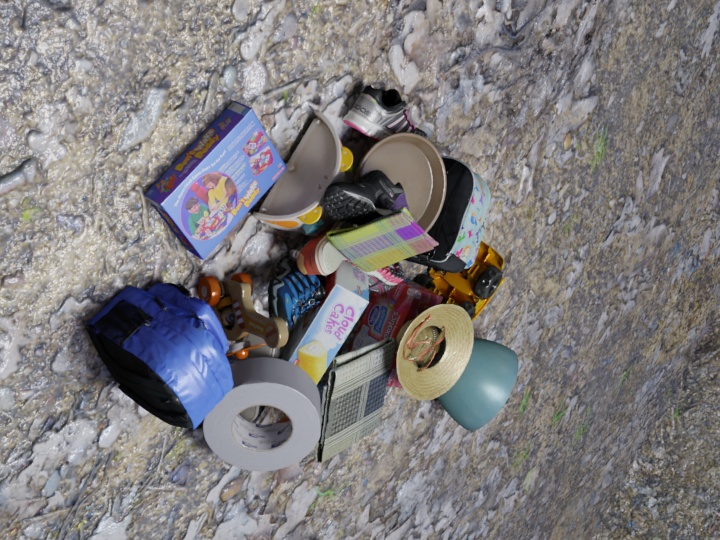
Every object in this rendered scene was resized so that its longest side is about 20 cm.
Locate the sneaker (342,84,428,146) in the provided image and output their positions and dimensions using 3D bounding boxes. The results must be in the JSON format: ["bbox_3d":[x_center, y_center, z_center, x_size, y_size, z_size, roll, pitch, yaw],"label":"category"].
[{"bbox_3d":[0.059,-0.264,1.639,0.199,0.074,0.088,13,108,-46],"label":"sneaker"}]

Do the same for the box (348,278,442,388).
[{"bbox_3d":[0.064,0.116,1.849,0.095,0.099,0.202,15,99,-50],"label":"box"}]

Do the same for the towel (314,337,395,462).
[{"bbox_3d":[-0.013,0.230,1.716,0.199,0.034,0.195,-20,126,-53],"label":"towel"}]

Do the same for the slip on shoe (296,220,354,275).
[{"bbox_3d":[-0.052,-0.041,1.599,0.200,0.060,0.075,-47,125,-63],"label":"slip on shoe"}]

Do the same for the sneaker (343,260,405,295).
[{"bbox_3d":[0.000,0.000,1.732,0.075,0.081,0.199,-40,140,23],"label":"sneaker"}]

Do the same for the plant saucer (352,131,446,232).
[{"bbox_3d":[0.062,-0.138,1.627,0.198,0.029,0.203,-11,110,-31],"label":"plant saucer"}]

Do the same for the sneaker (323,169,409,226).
[{"bbox_3d":[0.006,-0.123,1.523,0.199,0.075,0.089,19,61,-53],"label":"sneaker"}]

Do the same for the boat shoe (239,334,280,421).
[{"bbox_3d":[-0.173,0.166,1.644,0.057,0.066,0.202,-32,141,-59],"label":"boat shoe"}]

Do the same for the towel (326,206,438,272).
[{"bbox_3d":[0.039,-0.048,1.563,0.142,0.023,0.200,-19,159,16],"label":"towel"}]

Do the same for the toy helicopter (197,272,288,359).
[{"bbox_3d":[-0.177,0.086,1.473,0.078,0.199,0.134,-6,106,-39],"label":"toy helicopter"}]

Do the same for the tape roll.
[{"bbox_3d":[-0.165,0.245,1.600,0.197,0.066,0.202,-2,125,-3],"label":"tape roll"}]

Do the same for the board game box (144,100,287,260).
[{"bbox_3d":[-0.213,-0.135,1.428,0.200,0.045,0.135,-49,140,-17],"label":"board game box"}]

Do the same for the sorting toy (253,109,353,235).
[{"bbox_3d":[-0.062,-0.132,1.584,0.201,0.106,0.180,-59,161,-4],"label":"sorting toy"}]

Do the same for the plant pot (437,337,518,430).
[{"bbox_3d":[0.228,0.224,2.056,0.134,0.200,0.201,33,85,-16],"label":"plant pot"}]

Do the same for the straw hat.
[{"bbox_3d":[0.114,0.136,1.770,0.200,0.085,0.204,-18,118,-36],"label":"straw hat"}]

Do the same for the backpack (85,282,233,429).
[{"bbox_3d":[-0.275,0.117,1.380,0.168,0.199,0.163,-45,138,-20],"label":"backpack"}]

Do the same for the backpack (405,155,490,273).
[{"bbox_3d":[0.148,-0.105,1.756,0.150,0.176,0.202,20,86,-54],"label":"backpack"}]

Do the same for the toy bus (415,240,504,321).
[{"bbox_3d":[0.206,0.050,1.970,0.201,0.135,0.192,-53,157,-9],"label":"toy bus"}]

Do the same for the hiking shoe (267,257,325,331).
[{"bbox_3d":[-0.102,0.037,1.546,0.201,0.085,0.075,-82,172,-58],"label":"hiking shoe"}]

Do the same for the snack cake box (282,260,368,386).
[{"bbox_3d":[-0.062,0.093,1.635,0.067,0.115,0.201,28,111,-10],"label":"snack cake box"}]
